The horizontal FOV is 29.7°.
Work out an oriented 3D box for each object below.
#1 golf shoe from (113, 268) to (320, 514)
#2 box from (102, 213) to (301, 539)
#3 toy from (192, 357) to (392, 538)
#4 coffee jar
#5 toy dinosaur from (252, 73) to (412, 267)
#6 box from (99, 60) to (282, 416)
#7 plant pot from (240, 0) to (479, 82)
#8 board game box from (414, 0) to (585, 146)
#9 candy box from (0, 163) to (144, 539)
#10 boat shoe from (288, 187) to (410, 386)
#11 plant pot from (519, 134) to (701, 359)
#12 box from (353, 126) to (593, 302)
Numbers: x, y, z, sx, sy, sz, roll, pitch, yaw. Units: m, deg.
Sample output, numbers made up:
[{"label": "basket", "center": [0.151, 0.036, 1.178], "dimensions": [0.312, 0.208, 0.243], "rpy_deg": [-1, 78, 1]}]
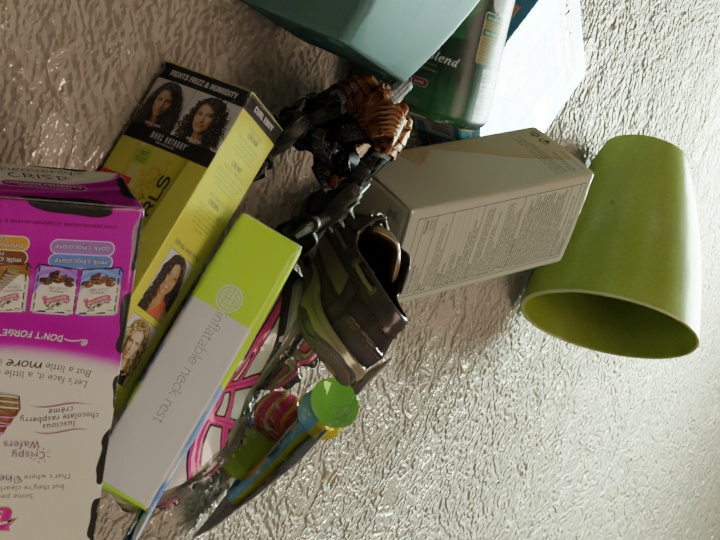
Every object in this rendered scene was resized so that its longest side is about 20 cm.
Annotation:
[{"label": "golf shoe", "center": [-0.108, 0.075, 0.928], "dimensions": [0.200, 0.072, 0.092], "rpy_deg": [-49, 115, -22]}, {"label": "box", "center": [-0.109, 0.070, 0.828], "dimensions": [0.201, 0.047, 0.122], "rpy_deg": [-60, -176, -14]}, {"label": "toy", "center": [-0.064, 0.119, 0.984], "dimensions": [0.115, 0.047, 0.200], "rpy_deg": [-46, -174, -36]}, {"label": "coffee jar", "center": [0.066, -0.208, 0.972], "dimensions": [0.085, 0.104, 0.201], "rpy_deg": [-4, 113, -62]}, {"label": "toy dinosaur", "center": [-0.016, -0.089, 0.879], "dimensions": [0.136, 0.102, 0.200], "rpy_deg": [-40, 172, -8]}, {"label": "box", "center": [-0.129, -0.021, 0.799], "dimensions": [0.201, 0.075, 0.050], "rpy_deg": [-60, 150, -11]}, {"label": "plant pot", "center": [0.018, -0.231, 0.837], "dimensions": [0.141, 0.141, 0.201], "rpy_deg": [19, 96, -62]}, {"label": "board game box", "center": [0.123, -0.162, 1.165], "dimensions": [0.200, 0.047, 0.151], "rpy_deg": [-53, 150, -25]}, {"label": "candy box", "center": [-0.194, 0.048, 0.684], "dimensions": [0.136, 0.061, 0.201], "rpy_deg": [4, 110, -25]}, {"label": "boat shoe", "center": [0.000, 0.000, 0.936], "dimensions": [0.073, 0.200, 0.075], "rpy_deg": [-31, 123, 13]}, {"label": "plant pot", "center": [0.279, -0.034, 1.427], "dimensions": [0.187, 0.186, 0.201], "rpy_deg": [49, 52, -60]}, {"label": "box", "center": [0.080, -0.046, 1.073], "dimensions": [0.199, 0.078, 0.095], "rpy_deg": [-12, 133, -38]}]
